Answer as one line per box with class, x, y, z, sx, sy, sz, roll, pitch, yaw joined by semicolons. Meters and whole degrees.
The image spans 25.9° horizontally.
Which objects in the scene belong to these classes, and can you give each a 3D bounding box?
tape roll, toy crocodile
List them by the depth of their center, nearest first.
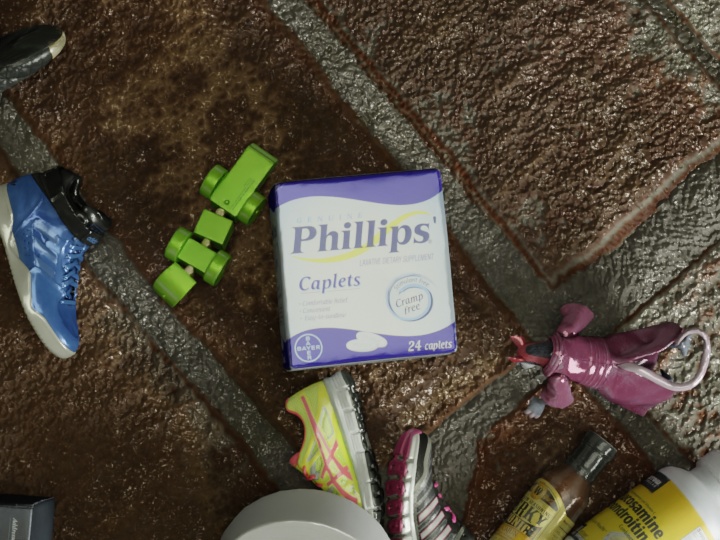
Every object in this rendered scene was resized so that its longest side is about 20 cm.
tape roll;-0.061;0.333;1.646;0.201;0.071;0.203;2;111;5
toy crocodile;-0.157;-0.048;1.709;0.067;0.062;0.201;29;80;3

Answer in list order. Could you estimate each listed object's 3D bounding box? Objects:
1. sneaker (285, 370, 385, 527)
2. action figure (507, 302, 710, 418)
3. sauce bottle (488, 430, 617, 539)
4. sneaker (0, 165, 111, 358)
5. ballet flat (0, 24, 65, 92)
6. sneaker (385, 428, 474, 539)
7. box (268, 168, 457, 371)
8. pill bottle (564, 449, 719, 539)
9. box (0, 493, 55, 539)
sneaker;-0.029;0.215;1.699;0.090;0.078;0.201;-14;84;6
action figure;0.253;0.106;1.691;0.199;0.149;0.135;7;92;-18
sauce bottle;0.204;0.264;1.713;0.065;0.065;0.200;39;83;-1
sneaker;-0.315;-0.014;1.681;0.111;0.077;0.201;-21;82;4
ballet flat;-0.406;-0.204;1.707;0.200;0.066;0.057;-34;134;-6
sneaker;0.079;0.272;1.700;0.087;0.074;0.201;-1;83;-14
box;0.000;0.000;1.692;0.183;0.105;0.201;-5;86;-5
pill bottle;0.327;0.283;1.696;0.200;0.112;0.112;-34;90;-6
box;-0.431;0.331;1.625;0.196;0.124;0.201;4;86;2
